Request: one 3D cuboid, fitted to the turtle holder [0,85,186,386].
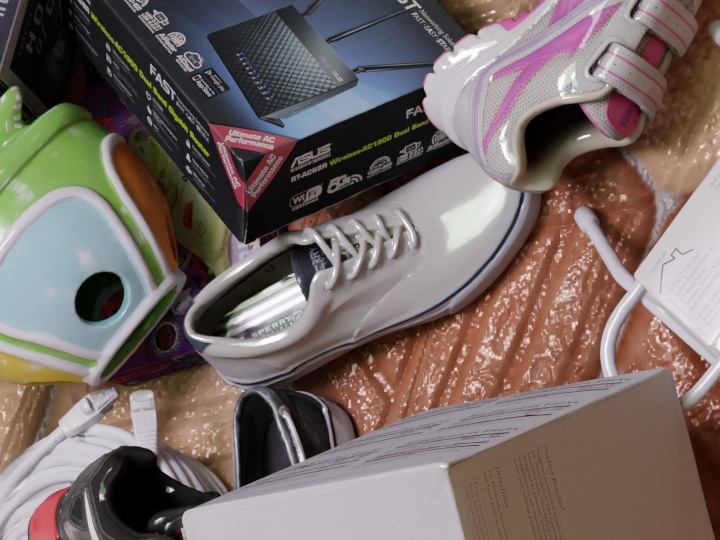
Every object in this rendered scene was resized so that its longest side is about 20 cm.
[{"bbox_3d":[-0.179,0.005,1.498,0.132,0.141,0.186,39,63,3],"label":"turtle holder"}]

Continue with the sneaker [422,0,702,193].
[{"bbox_3d":[0.126,-0.109,1.370,0.200,0.081,0.088,-44,49,21],"label":"sneaker"}]

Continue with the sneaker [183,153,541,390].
[{"bbox_3d":[0.000,0.000,1.438,0.200,0.071,0.073,-33,65,14],"label":"sneaker"}]

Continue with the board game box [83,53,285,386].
[{"bbox_3d":[-0.098,-0.046,1.564,0.120,0.032,0.200,-20,68,36],"label":"board game box"}]

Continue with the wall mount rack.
[{"bbox_3d":[0.177,-0.029,1.328,0.174,0.075,0.200,44,105,32],"label":"wall mount rack"}]

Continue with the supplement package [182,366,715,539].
[{"bbox_3d":[0.054,0.163,1.251,0.147,0.200,0.192,-12,93,35],"label":"supplement package"}]

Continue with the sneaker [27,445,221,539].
[{"bbox_3d":[-0.080,0.166,1.384,0.200,0.071,0.098,48,129,17],"label":"sneaker"}]

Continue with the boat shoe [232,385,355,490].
[{"bbox_3d":[-0.033,0.156,1.436,0.073,0.068,0.200,-12,72,35],"label":"boat shoe"}]

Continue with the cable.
[{"bbox_3d":[-0.145,0.184,1.514,0.200,0.069,0.200,-33,62,27],"label":"cable"}]

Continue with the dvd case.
[{"bbox_3d":[-0.171,-0.162,1.549,0.025,0.200,0.151,15,85,4],"label":"dvd case"}]

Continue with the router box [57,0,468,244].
[{"bbox_3d":[-0.047,-0.120,1.468,0.200,0.150,0.062,49,152,34],"label":"router box"}]
